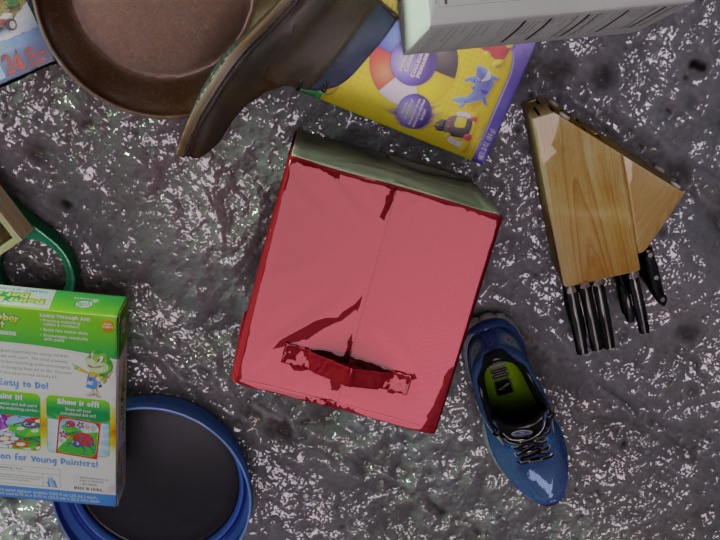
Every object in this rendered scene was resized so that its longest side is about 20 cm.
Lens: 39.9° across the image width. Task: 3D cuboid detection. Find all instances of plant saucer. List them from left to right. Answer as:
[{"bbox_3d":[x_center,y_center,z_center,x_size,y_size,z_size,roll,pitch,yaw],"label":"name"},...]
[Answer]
[{"bbox_3d":[-0.153,-0.221,0.771,0.197,0.037,0.203,-6,114,-14],"label":"plant saucer"}]

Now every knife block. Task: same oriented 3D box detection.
[{"bbox_3d":[0.189,-0.029,0.873,0.198,0.064,0.177,29,108,-11],"label":"knife block"}]

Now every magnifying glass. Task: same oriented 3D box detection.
[{"bbox_3d":[-0.320,-0.049,0.887,0.079,0.022,0.202,-20,108,12],"label":"magnifying glass"}]

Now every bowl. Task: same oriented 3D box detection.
[{"bbox_3d":[-0.204,0.216,0.982,0.197,0.039,0.204,0,111,0],"label":"bowl"}]

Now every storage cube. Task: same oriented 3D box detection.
[{"bbox_3d":[0.000,0.000,0.818,0.168,0.200,0.182,15,104,-5],"label":"storage cube"}]

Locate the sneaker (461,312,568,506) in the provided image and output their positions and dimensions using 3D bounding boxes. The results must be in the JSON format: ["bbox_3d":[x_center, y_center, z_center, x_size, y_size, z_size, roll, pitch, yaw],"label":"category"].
[{"bbox_3d":[0.145,0.144,0.928,0.078,0.089,0.202,-22,110,10],"label":"sneaker"}]

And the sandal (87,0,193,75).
[{"bbox_3d":[-0.162,-0.245,0.805,0.075,0.043,0.202,26,104,-20],"label":"sandal"}]

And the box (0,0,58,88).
[{"bbox_3d":[-0.363,-0.190,0.786,0.198,0.038,0.138,-26,104,-8],"label":"box"}]

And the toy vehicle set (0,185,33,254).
[{"bbox_3d":[-0.393,-0.082,0.857,0.123,0.027,0.201,-29,106,20],"label":"toy vehicle set"}]

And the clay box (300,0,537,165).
[{"bbox_3d":[0.033,-0.179,0.823,0.197,0.048,0.116,20,109,-9],"label":"clay box"}]

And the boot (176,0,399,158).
[{"bbox_3d":[-0.057,-0.151,0.764,0.096,0.075,0.201,33,100,-16],"label":"boot"}]

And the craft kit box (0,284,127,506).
[{"bbox_3d":[-0.313,0.112,0.896,0.197,0.049,0.200,6,115,-2],"label":"craft kit box"}]

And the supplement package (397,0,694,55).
[{"bbox_3d":[0.130,-0.234,0.740,0.197,0.110,0.116,-6,93,-7],"label":"supplement package"}]
